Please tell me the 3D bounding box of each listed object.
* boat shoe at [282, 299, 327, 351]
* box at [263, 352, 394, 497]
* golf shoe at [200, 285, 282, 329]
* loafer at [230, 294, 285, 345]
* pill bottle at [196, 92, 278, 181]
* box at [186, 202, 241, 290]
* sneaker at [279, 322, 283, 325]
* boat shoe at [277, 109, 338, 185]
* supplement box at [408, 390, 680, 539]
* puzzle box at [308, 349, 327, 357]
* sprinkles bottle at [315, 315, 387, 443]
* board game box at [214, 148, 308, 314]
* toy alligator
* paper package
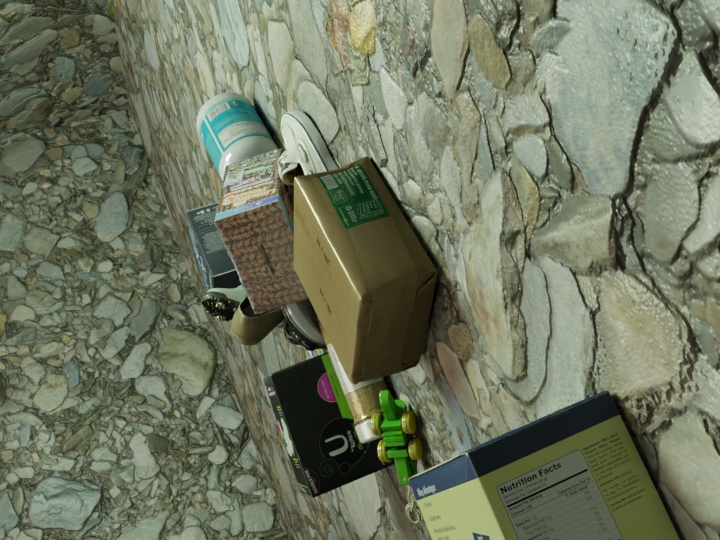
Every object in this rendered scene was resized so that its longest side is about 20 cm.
[{"bbox_3d":[-0.087,0.093,1.322,0.200,0.070,0.073,52,-160,-61],"label":"boat shoe"},{"bbox_3d":[-0.055,0.241,1.363,0.124,0.147,0.202,145,106,-74],"label":"box"},{"bbox_3d":[-0.197,0.047,1.481,0.077,0.199,0.089,-21,66,39],"label":"golf shoe"},{"bbox_3d":[-0.127,0.034,1.333,0.076,0.200,0.068,33,150,9],"label":"loafer"},{"bbox_3d":[-0.202,-0.206,1.438,0.111,0.110,0.201,91,155,-48],"label":"pill bottle"},{"bbox_3d":[-0.344,-0.041,2.068,0.149,0.106,0.201,101,146,-57],"label":"box"},{"bbox_3d":[-0.147,-0.009,1.455,0.118,0.073,0.203,23,103,63],"label":"sneaker"},{"bbox_3d":[-0.083,-0.149,1.186,0.071,0.069,0.201,96,151,-54],"label":"boat shoe"},{"bbox_3d":[0.157,0.235,0.708,0.200,0.133,0.202,118,131,-68],"label":"supplement box"},{"bbox_3d":[-0.085,0.081,1.509,0.133,0.025,0.202,-133,30,-54],"label":"puzzle box"},{"bbox_3d":[-0.003,0.149,1.243,0.068,0.068,0.202,127,124,-70],"label":"sprinkles bottle"},{"bbox_3d":[-0.136,-0.063,1.255,0.201,0.096,0.161,-97,-11,-60],"label":"board game box"},{"bbox_3d":[0.061,0.252,1.180,0.054,0.059,0.202,-42,-59,-62],"label":"toy alligator"},{"bbox_3d":[0.000,0.000,1.022,0.192,0.102,0.201,97,151,-51],"label":"paper package"}]
